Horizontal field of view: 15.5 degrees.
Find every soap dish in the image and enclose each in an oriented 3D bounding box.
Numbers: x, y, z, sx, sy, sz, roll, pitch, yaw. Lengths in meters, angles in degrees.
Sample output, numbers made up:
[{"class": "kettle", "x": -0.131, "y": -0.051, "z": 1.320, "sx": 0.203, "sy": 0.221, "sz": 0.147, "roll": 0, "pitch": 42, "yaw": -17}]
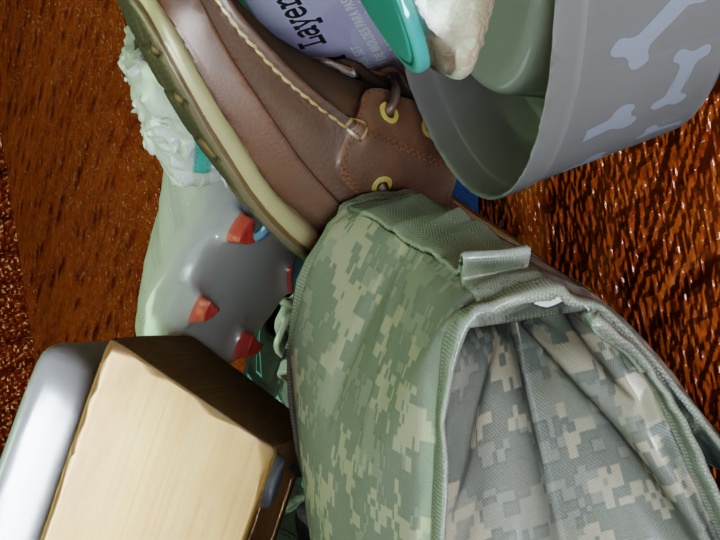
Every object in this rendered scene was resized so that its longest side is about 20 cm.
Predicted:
[{"class": "soap dish", "x": -0.075, "y": 0.102, "z": 0.860, "sx": 0.200, "sy": 0.081, "sz": 0.157, "roll": 24, "pitch": -95, "yaw": -87}]

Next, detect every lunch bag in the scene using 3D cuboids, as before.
[{"class": "lunch bag", "x": 0.046, "y": 0.077, "z": 0.745, "sx": 0.164, "sy": 0.118, "sz": 0.200, "roll": -139, "pitch": 38, "yaw": -73}]

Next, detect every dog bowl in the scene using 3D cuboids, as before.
[{"class": "dog bowl", "x": 0.050, "y": -0.122, "z": 0.738, "sx": 0.200, "sy": 0.059, "sz": 0.200, "roll": 172, "pitch": 90, "yaw": -78}]

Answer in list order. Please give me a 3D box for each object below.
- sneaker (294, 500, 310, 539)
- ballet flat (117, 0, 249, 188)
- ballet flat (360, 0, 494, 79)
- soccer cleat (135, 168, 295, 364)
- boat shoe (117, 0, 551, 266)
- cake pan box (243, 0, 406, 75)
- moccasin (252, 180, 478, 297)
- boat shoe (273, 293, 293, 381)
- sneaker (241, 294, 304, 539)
[{"class": "sneaker", "x": 0.009, "y": 0.114, "z": 0.938, "sx": 0.200, "sy": 0.075, "sz": 0.116, "roll": 167, "pitch": 83, "yaw": -74}, {"class": "ballet flat", "x": -0.053, "y": -0.095, "z": 0.948, "sx": 0.200, "sy": 0.072, "sz": 0.072, "roll": -81, "pitch": -7, "yaw": -56}, {"class": "ballet flat", "x": 0.005, "y": -0.123, "z": 0.668, "sx": 0.067, "sy": 0.062, "sz": 0.200, "roll": 74, "pitch": 170, "yaw": -45}, {"class": "soccer cleat", "x": -0.047, "y": -0.050, "z": 1.012, "sx": 0.069, "sy": 0.078, "sz": 0.200, "roll": 43, "pitch": -116, "yaw": -55}, {"class": "boat shoe", "x": -0.006, "y": -0.038, "z": 0.834, "sx": 0.200, "sy": 0.068, "sz": 0.072, "roll": 50, "pitch": -177, "yaw": -37}, {"class": "cake pan box", "x": -0.024, "y": -0.169, "z": 0.869, "sx": 0.184, "sy": 0.052, "sz": 0.200, "roll": 58, "pitch": -159, "yaw": -58}, {"class": "moccasin", "x": 0.000, "y": 0.000, "z": 0.955, "sx": 0.068, "sy": 0.080, "sz": 0.200, "roll": -8, "pitch": 88, "yaw": 39}, {"class": "boat shoe", "x": 0.001, "y": 0.025, "z": 1.027, "sx": 0.071, "sy": 0.070, "sz": 0.200, "roll": 137, "pitch": 124, "yaw": -75}, {"class": "sneaker", "x": -0.016, "y": 0.071, "z": 1.125, "sx": 0.200, "sy": 0.075, "sz": 0.079, "roll": -115, "pitch": 23, "yaw": -53}]
